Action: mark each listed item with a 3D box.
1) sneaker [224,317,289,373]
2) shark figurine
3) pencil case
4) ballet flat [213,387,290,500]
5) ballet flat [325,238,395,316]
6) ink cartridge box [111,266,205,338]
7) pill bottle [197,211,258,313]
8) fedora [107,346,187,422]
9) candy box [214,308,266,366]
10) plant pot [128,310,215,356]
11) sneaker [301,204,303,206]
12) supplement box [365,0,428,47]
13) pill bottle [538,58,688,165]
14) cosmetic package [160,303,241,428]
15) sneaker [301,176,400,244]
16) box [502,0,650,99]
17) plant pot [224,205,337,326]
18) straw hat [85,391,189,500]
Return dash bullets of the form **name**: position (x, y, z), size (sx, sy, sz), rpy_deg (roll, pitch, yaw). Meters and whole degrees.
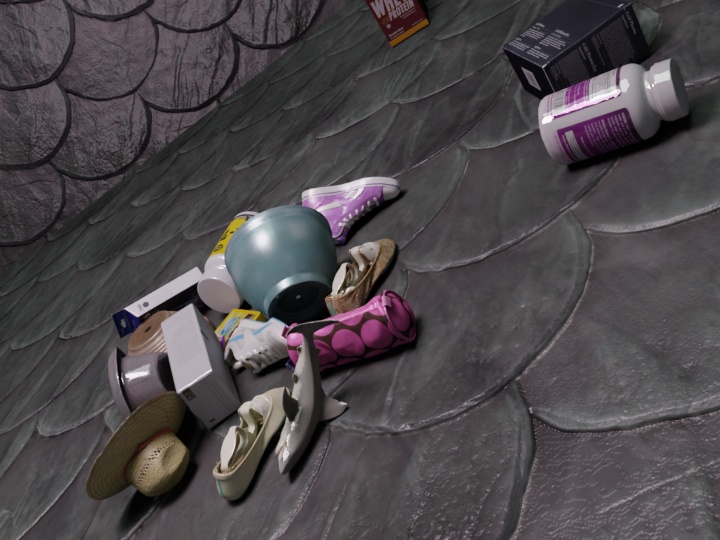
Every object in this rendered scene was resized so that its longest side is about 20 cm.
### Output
- **sneaker**: position (-0.158, 0.130, 1.245), size (0.198, 0.076, 0.082), rpy_deg (-9, 45, 54)
- **shark figurine**: position (-0.060, 0.164, 1.040), size (0.088, 0.219, 0.128), rpy_deg (10, 6, 7)
- **pencil case**: position (-0.019, 0.091, 1.106), size (0.197, 0.094, 0.091), rpy_deg (-22, 30, 26)
- **ballet flat**: position (-0.159, 0.234, 1.087), size (0.069, 0.070, 0.202), rpy_deg (-17, 34, 34)
- **ballet flat**: position (0.000, 0.000, 1.251), size (0.070, 0.066, 0.202), rpy_deg (-12, 37, 40)
- **ink cartridge box**: position (-0.408, 0.078, 1.539), size (0.198, 0.100, 0.039), rpy_deg (-32, 65, -22)
- **pill bottle**: position (-0.249, -0.017, 1.524), size (0.113, 0.115, 0.202), rpy_deg (-17, 34, 33)
- **fedora**: position (-0.345, 0.201, 1.248), size (0.089, 0.201, 0.179), rpy_deg (-21, 63, -6)
- **candy box**: position (-0.264, 0.154, 1.377), size (0.101, 0.027, 0.201), rpy_deg (-1, 45, 51)
- **plant pot**: position (-0.390, 0.147, 1.469), size (0.199, 0.093, 0.202), rpy_deg (-29, 27, 17)
- **sneaker**: position (-0.134, -0.048, 1.461), size (0.074, 0.089, 0.202), rpy_deg (-12, 37, 37)
- **supplement box**: position (0.100, -0.816, 2.231), size (0.131, 0.198, 0.201), rpy_deg (-27, 28, 19)
- **pill bottle**: position (0.376, -0.238, 1.113), size (0.197, 0.113, 0.113), rpy_deg (-15, 34, 37)
- **cosmetic package**: position (-0.272, 0.157, 1.264), size (0.073, 0.102, 0.200), rpy_deg (-32, 38, -4)
- **sneaker**: position (-0.012, -0.110, 1.450), size (0.196, 0.073, 0.117), rpy_deg (-11, 72, 9)
- **box**: position (0.386, -0.400, 1.355), size (0.181, 0.105, 0.201), rpy_deg (-35, 28, 7)
- **plant pot**: position (-0.122, 0.008, 1.279), size (0.198, 0.200, 0.135), rpy_deg (-32, 53, 9)
- **straw hat**: position (-0.314, 0.295, 1.149), size (0.084, 0.202, 0.202), rpy_deg (33, 68, 20)
